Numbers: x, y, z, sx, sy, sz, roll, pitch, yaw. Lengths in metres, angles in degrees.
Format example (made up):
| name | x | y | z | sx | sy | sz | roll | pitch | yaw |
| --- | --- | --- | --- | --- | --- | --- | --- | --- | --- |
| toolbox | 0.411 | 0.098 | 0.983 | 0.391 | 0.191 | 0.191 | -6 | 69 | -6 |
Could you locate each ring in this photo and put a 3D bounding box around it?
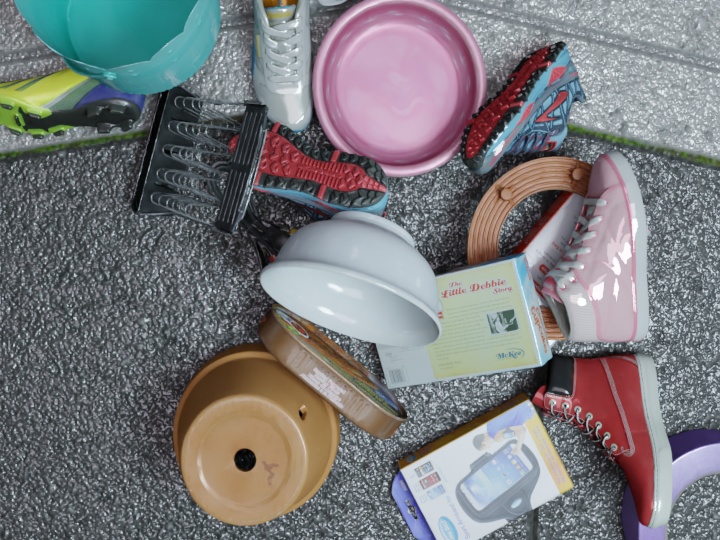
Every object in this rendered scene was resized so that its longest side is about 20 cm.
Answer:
| name | x | y | z | sx | sy | sz | roll | pitch | yaw |
| --- | --- | --- | --- | --- | --- | --- | --- | --- | --- |
| ring | 0.216 | -0.024 | 0.935 | 0.196 | 0.019 | 0.205 | 0 | 91 | 0 |

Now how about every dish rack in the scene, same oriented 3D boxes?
| name | x | y | z | sx | sy | sz | roll | pitch | yaw |
| --- | --- | --- | --- | --- | --- | --- | --- | --- | --- |
| dish rack | -0.171 | -0.120 | 0.907 | 0.054 | 0.199 | 0.156 | 12 | 94 | -38 |

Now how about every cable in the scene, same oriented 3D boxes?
| name | x | y | z | sx | sy | sz | roll | pitch | yaw |
| --- | --- | --- | --- | --- | --- | --- | --- | --- | --- |
| cable | -0.110 | -0.039 | 0.987 | 0.199 | 0.050 | 0.098 | 39 | 94 | 8 |

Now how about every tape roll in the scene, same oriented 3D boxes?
| name | x | y | z | sx | sy | sz | roll | pitch | yaw |
| --- | --- | --- | --- | --- | --- | --- | --- | --- | --- |
| tape roll | 0.414 | 0.295 | 0.996 | 0.196 | 0.066 | 0.204 | 0 | 94 | 0 |

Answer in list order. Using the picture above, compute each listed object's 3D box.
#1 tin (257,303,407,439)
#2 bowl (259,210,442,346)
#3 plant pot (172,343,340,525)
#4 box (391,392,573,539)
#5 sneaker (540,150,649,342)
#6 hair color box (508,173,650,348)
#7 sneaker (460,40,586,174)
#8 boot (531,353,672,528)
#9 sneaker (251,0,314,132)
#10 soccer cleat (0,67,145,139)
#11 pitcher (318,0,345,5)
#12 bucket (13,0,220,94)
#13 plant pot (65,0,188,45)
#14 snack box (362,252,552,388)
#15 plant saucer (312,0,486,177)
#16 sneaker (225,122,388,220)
| name | x | y | z | sx | sy | sz | roll | pitch | yaw |
| --- | --- | --- | --- | --- | --- | --- | --- | --- | --- |
| tin | -0.032 | 0.115 | 0.954 | 0.199 | 0.112 | 0.042 | 40 | 93 | -2 |
| bowl | 0.000 | 0.000 | 0.885 | 0.198 | 0.201 | 0.092 | 18 | 71 | -2 |
| plant pot | -0.122 | 0.192 | 0.944 | 0.196 | 0.140 | 0.204 | 0 | 93 | 0 |
| box | 0.138 | 0.247 | 1.001 | 0.198 | 0.041 | 0.120 | -29 | 94 | -1 |
| sneaker | 0.240 | -0.020 | 0.888 | 0.103 | 0.075 | 0.204 | -7 | 96 | -5 |
| hair color box | 0.226 | -0.002 | 0.976 | 0.101 | 0.061 | 0.200 | 41 | 91 | -3 |
| sneaker | 0.191 | -0.163 | 0.931 | 0.200 | 0.079 | 0.096 | -48 | 111 | -24 |
| boot | 0.267 | 0.188 | 0.951 | 0.141 | 0.073 | 0.203 | 0 | 56 | 0 |
| sneaker | -0.090 | -0.256 | 0.945 | 0.075 | 0.081 | 0.204 | -5 | 95 | -2 |
| soccer cleat | -0.341 | -0.201 | 0.965 | 0.196 | 0.065 | 0.085 | 1 | 64 | 3 |
| pitcher | 0.046 | -0.357 | 0.890 | 0.198 | 0.172 | 0.123 | -27 | 114 | -8 |
| bucket | -0.240 | -0.286 | 0.866 | 0.203 | 0.135 | 0.211 | 0 | 84 | -1 |
| plant pot | -0.265 | -0.337 | 0.951 | 0.196 | 0.027 | 0.204 | 0 | 86 | -2 |
| snack box | 0.103 | 0.059 | 0.940 | 0.197 | 0.037 | 0.118 | -13 | 94 | 34 |
| plant saucer | 0.043 | -0.208 | 0.964 | 0.196 | 0.051 | 0.205 | 0 | 93 | -3 |
| sneaker | -0.063 | -0.093 | 0.946 | 0.197 | 0.096 | 0.080 | 23 | 67 | 16 |
